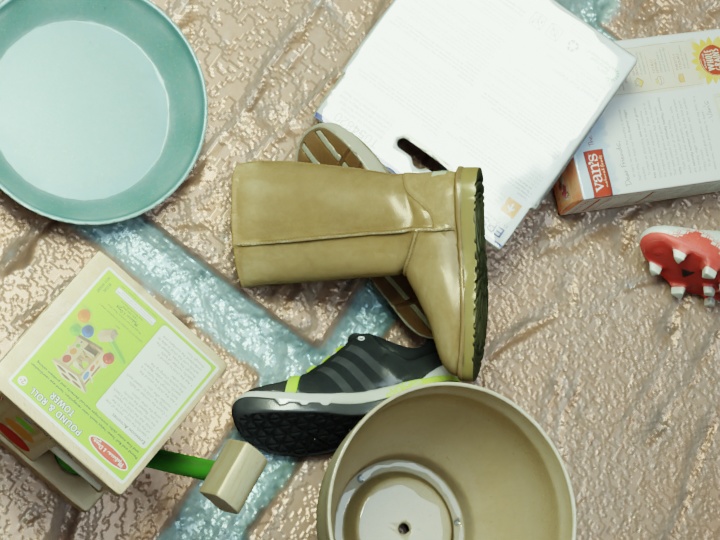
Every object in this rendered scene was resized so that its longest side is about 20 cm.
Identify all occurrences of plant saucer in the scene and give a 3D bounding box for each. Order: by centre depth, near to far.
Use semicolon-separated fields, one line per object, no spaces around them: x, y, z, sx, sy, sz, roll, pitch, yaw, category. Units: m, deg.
-0.220;-0.131;1.592;0.198;0.036;0.202;4;77;-17;plant saucer

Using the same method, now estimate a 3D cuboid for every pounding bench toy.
-0.174;0.112;1.489;0.200;0.156;0.124;42;68;-6;pounding bench toy

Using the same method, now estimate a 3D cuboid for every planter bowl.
0.051;0.195;1.557;0.198;0.135;0.202;4;78;-17;planter bowl

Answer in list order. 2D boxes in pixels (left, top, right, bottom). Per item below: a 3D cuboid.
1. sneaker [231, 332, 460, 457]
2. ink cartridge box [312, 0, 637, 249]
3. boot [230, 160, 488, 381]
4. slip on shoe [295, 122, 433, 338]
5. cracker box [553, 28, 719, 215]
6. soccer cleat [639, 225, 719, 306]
-0.012;0.093;1.608;0.198;0.072;0.083;-3;54;-20;sneaker
0.094;-0.148;1.668;0.199;0.041;0.201;36;83;6;ink cartridge box
0.000;0.000;1.586;0.198;0.066;0.177;-1;85;14;boot
0.023;-0.036;1.642;0.200;0.076;0.061;50;30;5;slip on shoe
0.253;-0.131;1.739;0.198;0.058;0.135;-8;80;-21;cracker box
0.328;-0.010;1.737;0.198;0.069;0.086;20;64;-17;soccer cleat
